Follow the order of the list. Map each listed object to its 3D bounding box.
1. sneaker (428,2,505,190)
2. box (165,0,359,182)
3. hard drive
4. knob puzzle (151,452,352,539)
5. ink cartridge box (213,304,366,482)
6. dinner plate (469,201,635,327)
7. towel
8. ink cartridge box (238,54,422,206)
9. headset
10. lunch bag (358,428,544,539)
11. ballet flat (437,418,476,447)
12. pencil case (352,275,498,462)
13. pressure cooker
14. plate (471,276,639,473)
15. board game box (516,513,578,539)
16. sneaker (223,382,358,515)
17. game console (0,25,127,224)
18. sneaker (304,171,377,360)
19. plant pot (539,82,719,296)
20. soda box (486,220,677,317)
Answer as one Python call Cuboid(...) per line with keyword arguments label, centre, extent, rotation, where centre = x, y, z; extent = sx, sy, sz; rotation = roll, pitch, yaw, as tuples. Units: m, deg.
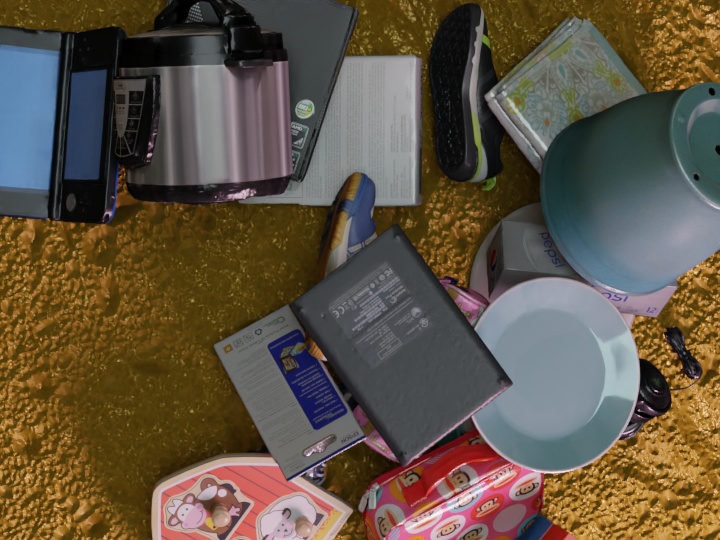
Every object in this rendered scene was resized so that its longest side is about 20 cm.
Cuboid(label="sneaker", centre=(0.126, -0.190, 1.685), extent=(0.082, 0.071, 0.203), rotation=(3, 89, -38))
Cuboid(label="box", centre=(-0.123, -0.217, 1.625), extent=(0.198, 0.048, 0.195), rotation=(20, 95, 0))
Cuboid(label="hard drive", centre=(0.041, 0.075, 1.538), extent=(0.139, 0.033, 0.201), rotation=(-36, 82, 1))
Cuboid(label="knob puzzle", centre=(-0.133, 0.278, 1.613), extent=(0.216, 0.031, 0.223), rotation=(-3, 113, -7))
Cuboid(label="ink cartridge box", centre=(-0.074, 0.132, 1.601), extent=(0.094, 0.201, 0.037), rotation=(-28, 140, -7))
Cuboid(label="dinner plate", centre=(0.220, 0.023, 1.714), extent=(0.197, 0.024, 0.203), rotation=(0, 92, -10))
Cuboid(label="towel", centre=(0.245, -0.161, 1.673), extent=(0.171, 0.048, 0.201), rotation=(-42, 94, -30))
Cuboid(label="ink cartridge box", centre=(-0.032, -0.152, 1.670), extent=(0.197, 0.057, 0.165), rotation=(0, 91, 12))
Cuboid(label="headset", centre=(0.292, 0.131, 1.687), extent=(0.198, 0.124, 0.095), rotation=(-19, 74, -22))
Cuboid(label="lunch bag", centre=(0.099, 0.243, 1.621), extent=(0.198, 0.177, 0.082), rotation=(-25, 54, -11))
Cuboid(label="ballet flat", centre=(0.098, 0.105, 1.680), extent=(0.063, 0.075, 0.203), rotation=(-12, 92, -40))
Cuboid(label="pencil case", centre=(0.065, 0.106, 1.604), extent=(0.086, 0.083, 0.202), rotation=(33, 98, 32))
Cuboid(label="pressure cooker", centre=(-0.155, -0.173, 1.517), extent=(0.173, 0.179, 0.203), rotation=(1, 99, 12))
Cuboid(label="plate", centre=(0.196, 0.108, 1.584), extent=(0.197, 0.026, 0.203), rotation=(1, 87, -15))
Cuboid(label="board game box", centre=(0.158, 0.360, 1.645), extent=(0.040, 0.153, 0.201), rotation=(38, 84, -7))
Cuboid(label="sneaker", centre=(-0.066, 0.204, 1.653), extent=(0.200, 0.077, 0.085), rotation=(-42, 103, 3))
Cuboid(label="game console", centre=(-0.333, -0.154, 1.580), extent=(0.117, 0.170, 0.203), rotation=(3, 91, -35))
Cuboid(label="sneaker", centre=(0.000, 0.000, 1.616), extent=(0.087, 0.075, 0.203), rotation=(12, 84, -11))
Cuboid(label="plant pot", centre=(0.313, -0.096, 1.551), extent=(0.198, 0.188, 0.203), rotation=(8, 70, -24))
Cuboid(label="soda box", centre=(0.240, -0.002, 1.661), extent=(0.197, 0.069, 0.064), rotation=(6, 58, -9))
